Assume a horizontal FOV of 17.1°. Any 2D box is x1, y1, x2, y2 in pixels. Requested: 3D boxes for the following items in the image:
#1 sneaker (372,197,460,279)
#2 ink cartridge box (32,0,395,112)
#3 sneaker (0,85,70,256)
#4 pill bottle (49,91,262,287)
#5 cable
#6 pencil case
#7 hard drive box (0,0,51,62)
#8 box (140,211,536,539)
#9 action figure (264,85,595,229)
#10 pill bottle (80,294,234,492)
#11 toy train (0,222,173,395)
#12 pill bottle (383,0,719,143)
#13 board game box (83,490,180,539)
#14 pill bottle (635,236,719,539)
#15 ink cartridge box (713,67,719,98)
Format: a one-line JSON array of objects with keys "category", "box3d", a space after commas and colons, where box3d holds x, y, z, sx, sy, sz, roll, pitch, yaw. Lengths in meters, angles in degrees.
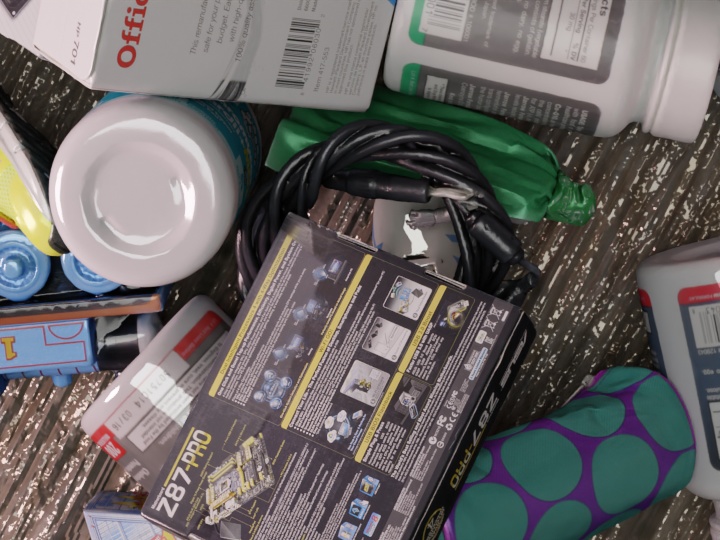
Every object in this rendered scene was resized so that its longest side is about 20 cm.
[{"category": "sneaker", "box3d": [0.045, 0.036, 1.535, 0.071, 0.072, 0.201, -7, 95, 6]}, {"category": "ink cartridge box", "box3d": [-0.078, -0.180, 1.414, 0.199, 0.086, 0.147, 3, 110, -34]}, {"category": "sneaker", "box3d": [-0.240, -0.061, 1.505, 0.090, 0.078, 0.200, -45, 52, 2]}, {"category": "pill bottle", "box3d": [-0.120, -0.066, 1.465, 0.110, 0.200, 0.111, 1, 105, 4]}, {"category": "cable", "box3d": [0.000, 0.000, 1.462, 0.200, 0.051, 0.163, -34, 109, 30]}, {"category": "pencil case", "box3d": [0.103, 0.125, 1.448, 0.199, 0.085, 0.093, -19, 63, -31]}, {"category": "hard drive box", "box3d": [-0.178, -0.241, 1.480, 0.156, 0.077, 0.201, 32, 98, 34]}, {"category": "box", "box3d": [-0.013, 0.087, 1.374, 0.161, 0.049, 0.201, 22, 80, 20]}, {"category": "action figure", "box3d": [0.051, -0.066, 1.498, 0.199, 0.118, 0.055, 16, 137, 9]}, {"category": "pill bottle", "box3d": [-0.065, 0.121, 1.477, 0.200, 0.114, 0.114, 44, 97, -2]}, {"category": "toy train", "box3d": [-0.215, 0.022, 1.546, 0.199, 0.087, 0.115, -5, 105, 2]}, {"category": "pill bottle", "box3d": [0.121, -0.146, 1.488, 0.199, 0.113, 0.114, 13, 97, 2]}, {"category": "board game box", "box3d": [-0.083, 0.211, 1.567, 0.199, 0.062, 0.201, -30, 95, 6]}, {"category": "pill bottle", "box3d": [0.249, 0.081, 1.503, 0.119, 0.120, 0.201, -11, 96, 5]}, {"category": "ink cartridge box", "box3d": [0.282, -0.063, 1.443, 0.047, 0.200, 0.160, -33, 93, 4]}]
